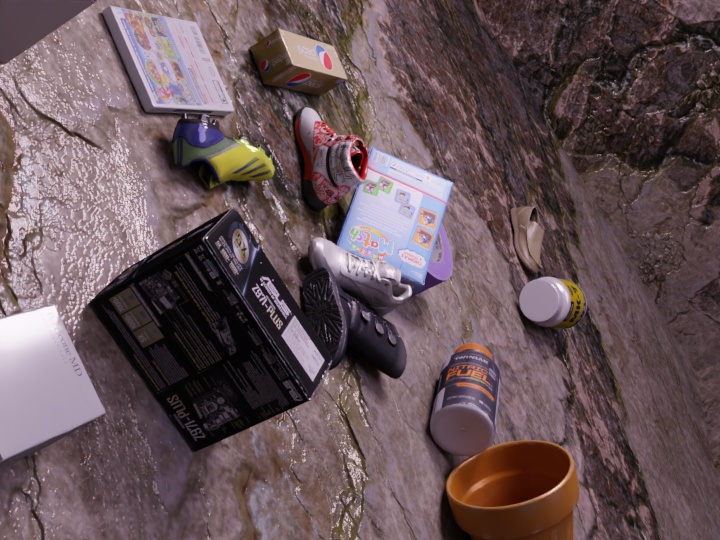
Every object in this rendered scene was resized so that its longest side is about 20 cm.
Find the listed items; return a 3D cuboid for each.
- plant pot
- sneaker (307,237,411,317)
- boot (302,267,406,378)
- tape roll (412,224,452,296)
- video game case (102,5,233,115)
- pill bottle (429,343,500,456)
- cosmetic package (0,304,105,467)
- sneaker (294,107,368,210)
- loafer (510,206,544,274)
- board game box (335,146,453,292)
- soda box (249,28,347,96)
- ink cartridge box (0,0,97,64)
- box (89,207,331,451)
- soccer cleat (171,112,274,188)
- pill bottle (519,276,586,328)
[{"bbox_3d":[0.248,0.391,1.516,0.200,0.198,0.185,-48,125,-64],"label":"plant pot"},{"bbox_3d":[0.000,0.000,1.481,0.200,0.099,0.076,38,37,-42],"label":"sneaker"},{"bbox_3d":[-0.003,0.109,1.424,0.200,0.065,0.166,45,32,-44],"label":"boot"},{"bbox_3d":[0.074,-0.058,1.702,0.200,0.084,0.201,46,29,-35],"label":"tape roll"},{"bbox_3d":[-0.255,-0.280,1.337,0.145,0.018,0.200,66,24,3],"label":"video game case"},{"bbox_3d":[0.177,0.204,1.631,0.107,0.106,0.201,55,25,-19],"label":"pill bottle"},{"bbox_3d":[-0.310,0.107,0.783,0.114,0.081,0.200,62,25,1],"label":"cosmetic package"},{"bbox_3d":[-0.042,-0.198,1.575,0.067,0.107,0.203,37,36,-45],"label":"sneaker"},{"bbox_3d":[0.417,-0.083,2.428,0.076,0.067,0.202,35,37,-46],"label":"loafer"},{"bbox_3d":[0.054,-0.083,1.575,0.150,0.037,0.202,23,60,-7],"label":"board game box"},{"bbox_3d":[-0.101,-0.346,1.654,0.200,0.064,0.068,-7,73,-65],"label":"soda box"},{"bbox_3d":[-0.340,-0.335,1.066,0.084,0.144,0.201,48,30,-34],"label":"ink cartridge box"},{"bbox_3d":[-0.153,0.065,1.036,0.201,0.163,0.086,57,25,-13],"label":"box"},{"bbox_3d":[-0.185,-0.144,1.319,0.200,0.064,0.085,24,75,-61],"label":"soccer cleat"},{"bbox_3d":[0.442,0.074,2.274,0.199,0.114,0.115,8,59,-61],"label":"pill bottle"}]
